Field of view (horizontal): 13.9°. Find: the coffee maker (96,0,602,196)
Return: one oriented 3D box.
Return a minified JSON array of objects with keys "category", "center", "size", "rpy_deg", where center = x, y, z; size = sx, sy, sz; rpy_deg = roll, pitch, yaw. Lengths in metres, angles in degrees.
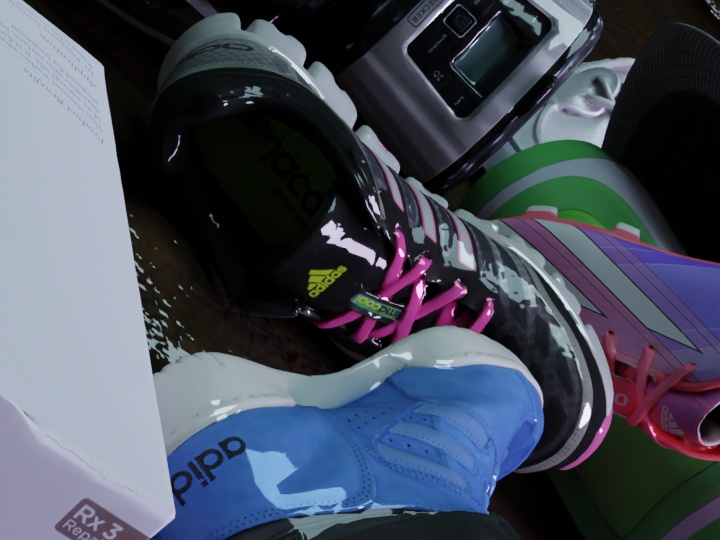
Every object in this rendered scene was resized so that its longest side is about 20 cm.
[{"category":"coffee maker","center":[-0.017,-0.130,1.102],"size":[0.200,0.135,0.192],"rpy_deg":[47,13,-12]}]

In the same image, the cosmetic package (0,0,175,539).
[{"category":"cosmetic package","center":[-0.116,-0.005,0.706],"size":[0.113,0.081,0.200],"rpy_deg":[38,21,-28]}]

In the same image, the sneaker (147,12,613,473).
[{"category":"sneaker","center":[0.000,0.000,0.988],"size":[0.200,0.074,0.087],"rpy_deg":[46,20,-1]}]

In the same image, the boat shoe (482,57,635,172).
[{"category":"boat shoe","center":[0.102,-0.065,1.367],"size":[0.074,0.065,0.200],"rpy_deg":[47,18,-5]}]

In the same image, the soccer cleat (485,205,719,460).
[{"category":"soccer cleat","center":[0.095,0.028,1.031],"size":[0.067,0.199,0.077],"rpy_deg":[82,22,-43]}]

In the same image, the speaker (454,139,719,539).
[{"category":"speaker","center":[0.105,0.046,1.111],"size":[0.088,0.088,0.201],"rpy_deg":[27,28,-49]}]

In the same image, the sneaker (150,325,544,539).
[{"category":"sneaker","center":[0.015,0.078,0.842],"size":[0.111,0.077,0.200],"rpy_deg":[49,21,22]}]

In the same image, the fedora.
[{"category":"fedora","center":[0.166,-0.004,1.173],"size":[0.090,0.201,0.177],"rpy_deg":[-10,41,-24]}]
